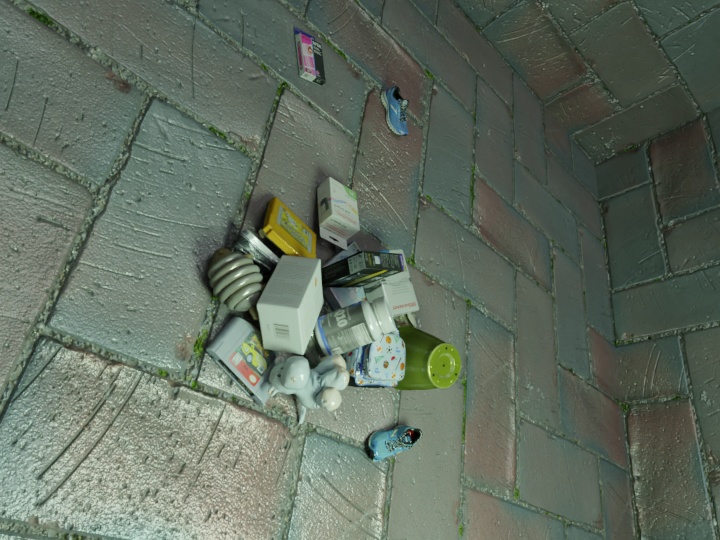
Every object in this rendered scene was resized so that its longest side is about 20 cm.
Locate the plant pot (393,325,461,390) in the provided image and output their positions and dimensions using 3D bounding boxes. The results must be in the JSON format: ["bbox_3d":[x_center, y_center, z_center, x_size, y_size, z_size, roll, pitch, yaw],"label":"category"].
[{"bbox_3d":[0.190,0.272,1.605,0.199,0.192,0.202,1,88,-32],"label":"plant pot"}]

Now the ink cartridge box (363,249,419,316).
[{"bbox_3d":[0.085,0.044,1.654,0.146,0.086,0.201,-7,80,-47],"label":"ink cartridge box"}]

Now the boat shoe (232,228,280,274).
[{"bbox_3d":[-0.255,-0.022,1.417,0.068,0.072,0.200,-50,130,-9],"label":"boat shoe"}]

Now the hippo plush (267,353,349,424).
[{"bbox_3d":[-0.138,0.258,1.326,0.160,0.200,0.160,34,50,-22],"label":"hippo plush"}]

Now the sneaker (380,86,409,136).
[{"bbox_3d":[0.144,-0.613,2.057,0.078,0.089,0.201,-13,83,-46],"label":"sneaker"}]

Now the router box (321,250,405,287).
[{"bbox_3d":[0.000,0.000,1.500,0.157,0.199,0.053,3,73,-44],"label":"router box"}]

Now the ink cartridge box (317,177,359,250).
[{"bbox_3d":[-0.067,-0.173,1.639,0.117,0.067,0.201,26,43,-36],"label":"ink cartridge box"}]

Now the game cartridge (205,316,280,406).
[{"bbox_3d":[-0.271,0.216,1.318,0.200,0.041,0.133,51,41,-17],"label":"game cartridge"}]

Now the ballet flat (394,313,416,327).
[{"bbox_3d":[0.159,0.201,1.742,0.075,0.064,0.201,-19,88,-49],"label":"ballet flat"}]

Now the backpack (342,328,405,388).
[{"bbox_3d":[0.035,0.234,1.526,0.199,0.154,0.192,14,68,-42],"label":"backpack"}]

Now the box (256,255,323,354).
[{"bbox_3d":[-0.171,0.082,1.348,0.201,0.106,0.153,-72,165,-51],"label":"box"}]

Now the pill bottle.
[{"bbox_3d":[-0.013,0.146,1.421,0.114,0.199,0.114,-21,90,-85],"label":"pill bottle"}]

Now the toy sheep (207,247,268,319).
[{"bbox_3d":[-0.296,0.030,1.305,0.138,0.138,0.200,-24,72,-48],"label":"toy sheep"}]

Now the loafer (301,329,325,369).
[{"bbox_3d":[-0.126,0.230,1.443,0.070,0.069,0.201,-88,158,-74],"label":"loafer"}]

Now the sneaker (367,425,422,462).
[{"bbox_3d":[0.102,0.487,1.541,0.199,0.090,0.079,-10,80,-46],"label":"sneaker"}]

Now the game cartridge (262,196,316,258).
[{"bbox_3d":[-0.189,-0.100,1.475,0.176,0.032,0.200,43,17,-24],"label":"game cartridge"}]

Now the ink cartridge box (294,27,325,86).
[{"bbox_3d":[-0.172,-0.736,1.830,0.094,0.037,0.201,8,66,-44],"label":"ink cartridge box"}]

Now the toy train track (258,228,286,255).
[{"bbox_3d":[-0.209,-0.035,1.474,0.200,0.115,0.033,44,88,-8],"label":"toy train track"}]

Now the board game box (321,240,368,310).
[{"bbox_3d":[-0.031,0.042,1.631,0.201,0.043,0.199,58,42,-10],"label":"board game box"}]
